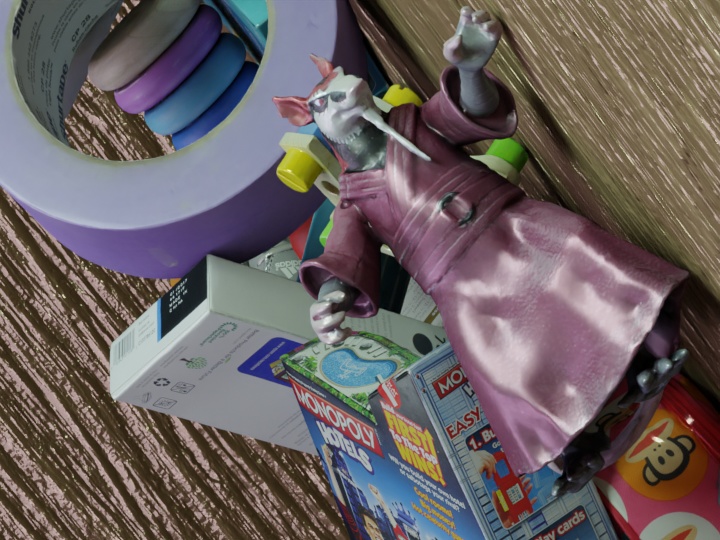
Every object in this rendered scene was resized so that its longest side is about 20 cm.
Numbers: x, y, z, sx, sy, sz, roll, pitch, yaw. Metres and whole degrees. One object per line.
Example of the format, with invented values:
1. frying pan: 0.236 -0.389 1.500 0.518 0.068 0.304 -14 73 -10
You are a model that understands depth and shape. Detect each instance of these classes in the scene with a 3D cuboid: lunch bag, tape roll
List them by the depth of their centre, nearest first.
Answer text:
1. lunch bag: 0.159 0.127 1.065 0.177 0.082 0.200 51 177 -13
2. tape roll: -0.099 -0.103 1.087 0.200 0.200 0.085 50 178 19

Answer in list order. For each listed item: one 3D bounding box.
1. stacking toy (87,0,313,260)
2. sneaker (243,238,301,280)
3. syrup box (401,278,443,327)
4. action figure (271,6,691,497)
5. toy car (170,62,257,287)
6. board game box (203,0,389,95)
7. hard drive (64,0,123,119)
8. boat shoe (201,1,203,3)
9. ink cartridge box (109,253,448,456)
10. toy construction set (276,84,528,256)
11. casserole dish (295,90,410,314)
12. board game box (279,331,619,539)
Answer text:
1. stacking toy: -0.066 -0.078 1.293 0.200 0.085 0.085 45 179 -17
2. sneaker: -0.039 -0.038 1.408 0.201 0.074 0.116 105 163 -55
3. syrup box: 0.025 0.020 1.471 0.200 0.082 0.079 25 163 51
4. action figure: 0.049 -0.018 0.872 0.200 0.134 0.149 47 -168 15
5. toy car: -0.074 -0.028 1.659 0.177 0.200 0.184 50 177 18
6. board game box: -0.065 -0.169 1.256 0.200 0.047 0.151 50 178 35
7. hard drive: -0.172 -0.165 1.232 0.026 0.133 0.200 24 174 7
8. boat shoe: -0.162 -0.267 1.468 0.200 0.072 0.068 41 170 18
9. ink cartridge box: -0.021 0.055 1.133 0.199 0.099 0.039 20 -131 -31
10. toy construction set: 0.048 -0.008 1.028 0.130 0.093 0.200 23 173 25
11. casserole dish: 0.000 0.000 1.217 0.039 0.201 0.121 21 -159 14
12. board game box: 0.047 0.097 1.009 0.200 0.061 0.201 29 143 55
